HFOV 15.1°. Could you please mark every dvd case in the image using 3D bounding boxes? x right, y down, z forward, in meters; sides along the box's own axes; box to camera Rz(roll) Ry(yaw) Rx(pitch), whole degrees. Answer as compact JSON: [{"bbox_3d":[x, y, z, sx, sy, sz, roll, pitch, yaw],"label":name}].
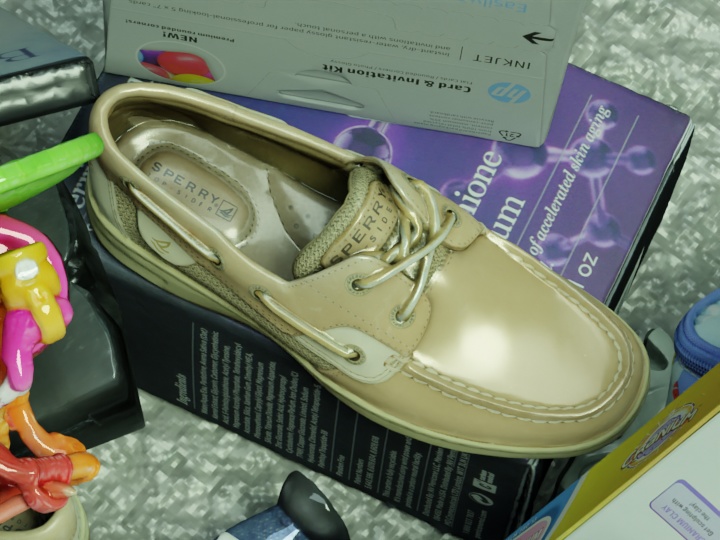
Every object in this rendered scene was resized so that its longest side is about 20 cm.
[{"bbox_3d":[-0.182,-0.064,0.944,0.142,0.200,0.018,-15,107,-16],"label":"dvd case"}]

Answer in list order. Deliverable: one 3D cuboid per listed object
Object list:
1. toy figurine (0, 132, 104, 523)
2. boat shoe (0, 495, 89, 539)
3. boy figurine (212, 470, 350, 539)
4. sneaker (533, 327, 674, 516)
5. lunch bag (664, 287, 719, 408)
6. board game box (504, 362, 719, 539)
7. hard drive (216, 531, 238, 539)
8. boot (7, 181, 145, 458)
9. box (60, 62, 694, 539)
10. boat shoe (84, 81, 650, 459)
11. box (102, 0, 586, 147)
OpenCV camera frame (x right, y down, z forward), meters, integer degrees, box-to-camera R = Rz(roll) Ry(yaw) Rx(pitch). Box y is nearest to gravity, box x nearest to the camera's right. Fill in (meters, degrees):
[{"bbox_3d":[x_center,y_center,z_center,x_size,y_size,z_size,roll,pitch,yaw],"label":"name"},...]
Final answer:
[{"bbox_3d":[-0.138,0.078,0.802,0.200,0.150,0.184,-22,95,-19],"label":"toy figurine"},{"bbox_3d":[-0.186,0.051,0.955,0.200,0.065,0.072,28,68,9],"label":"boat shoe"},{"bbox_3d":[-0.073,0.158,0.916,0.200,0.064,0.124,-38,74,-17],"label":"boy figurine"},{"bbox_3d":[0.091,0.118,0.937,0.088,0.074,0.200,30,69,12],"label":"sneaker"},{"bbox_3d":[0.201,0.043,0.917,0.161,0.083,0.200,26,32,32],"label":"lunch bag"},{"bbox_3d":[0.131,0.109,0.825,0.153,0.200,0.040,43,35,-5],"label":"board game box"},{"bbox_3d":[0.007,0.187,0.821,0.200,0.026,0.132,32,66,3],"label":"hard drive"},{"bbox_3d":[-0.185,0.011,0.892,0.200,0.066,0.165,-24,77,8],"label":"boot"},{"bbox_3d":[-0.004,-0.014,0.973,0.200,0.104,0.148,23,68,6],"label":"box"},{"bbox_3d":[0.000,0.000,0.875,0.200,0.065,0.071,23,68,7],"label":"boat shoe"},{"bbox_3d":[-0.004,-0.109,0.847,0.155,0.200,0.041,10,66,1],"label":"box"}]
